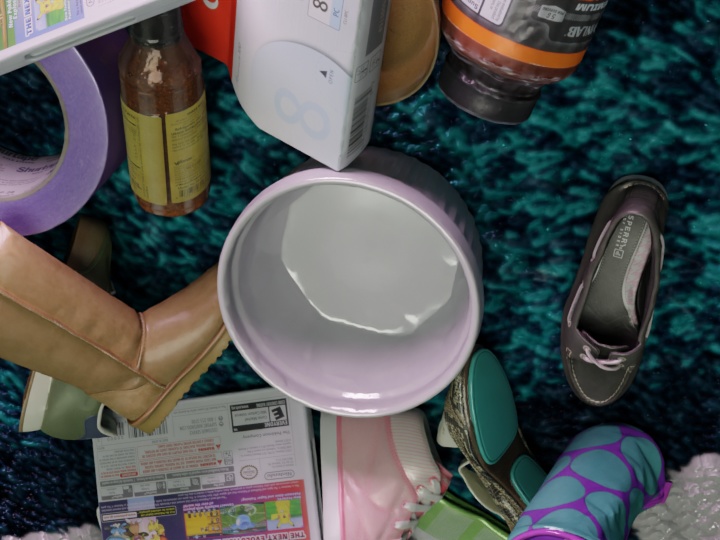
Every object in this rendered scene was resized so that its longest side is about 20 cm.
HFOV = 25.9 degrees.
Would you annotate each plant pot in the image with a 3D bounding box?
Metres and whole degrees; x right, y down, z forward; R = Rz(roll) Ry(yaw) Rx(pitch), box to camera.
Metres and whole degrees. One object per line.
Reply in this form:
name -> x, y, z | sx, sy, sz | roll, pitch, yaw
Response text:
plant pot -> -0.023, -0.204, 1.091 | 0.200, 0.027, 0.200 | 27, 144, 22

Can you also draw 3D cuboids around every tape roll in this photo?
tape roll -> -0.272, -0.132, 1.200 | 0.200, 0.085, 0.200 | 6, 118, 12

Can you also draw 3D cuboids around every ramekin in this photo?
ramekin -> 0.000, 0.000, 1.188 | 0.200, 0.105, 0.200 | 6, 118, 11

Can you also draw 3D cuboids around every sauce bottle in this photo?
sauce bottle -> -0.144, -0.130, 1.152 | 0.066, 0.066, 0.200 | 12, 135, 8

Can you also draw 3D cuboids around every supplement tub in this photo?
supplement tub -> 0.119, -0.201, 1.055 | 0.107, 0.107, 0.200 | 22, 120, 2

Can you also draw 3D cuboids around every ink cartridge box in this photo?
ink cartridge box -> -0.076, -0.180, 1.093 | 0.200, 0.047, 0.160 | 28, 139, 18

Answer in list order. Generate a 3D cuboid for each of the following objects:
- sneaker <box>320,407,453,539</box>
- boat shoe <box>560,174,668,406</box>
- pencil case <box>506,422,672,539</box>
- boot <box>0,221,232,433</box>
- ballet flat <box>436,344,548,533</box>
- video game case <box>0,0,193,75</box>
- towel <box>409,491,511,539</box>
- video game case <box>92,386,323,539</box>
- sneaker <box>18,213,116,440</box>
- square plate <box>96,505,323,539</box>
sneaker -> 0.024, 0.203, 1.265 | 0.105, 0.075, 0.200 | -4, 77, 6
boat shoe -> 0.189, 0.025, 1.181 | 0.067, 0.057, 0.200 | 12, 119, 8
pencil case -> 0.175, 0.189, 1.187 | 0.092, 0.200, 0.085 | 24, 116, 13
boot -> -0.202, 0.022, 1.215 | 0.200, 0.066, 0.175 | 34, 95, -26
ballet flat -> 0.105, 0.150, 1.268 | 0.075, 0.068, 0.200 | -10, 117, 43
video game case -> -0.202, -0.248, 1.085 | 0.182, 0.022, 0.200 | -17, 69, 21
towel -> 0.055, 0.281, 1.362 | 0.149, 0.031, 0.200 | 31, 119, -4
video game case -> -0.128, 0.197, 1.319 | 0.200, 0.023, 0.182 | -9, 83, 17
sneaker -> -0.217, 0.054, 1.295 | 0.090, 0.067, 0.200 | 15, 110, -13
square plate -> -0.110, 0.266, 1.337 | 0.198, 0.028, 0.200 | -21, 81, 16
